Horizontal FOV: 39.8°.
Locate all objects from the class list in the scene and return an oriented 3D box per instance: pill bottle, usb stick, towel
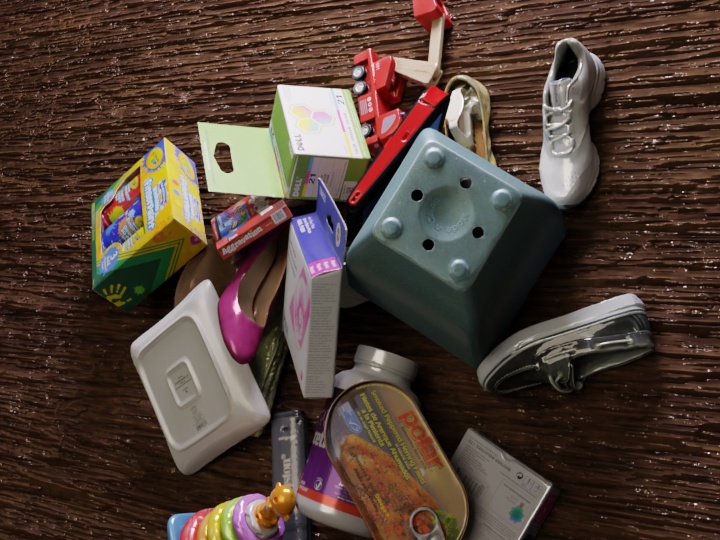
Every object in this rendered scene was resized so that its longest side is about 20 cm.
[{"bbox_3d":[0.003,0.194,1.146,0.111,0.112,0.204,11,78,36],"label":"pill bottle"},{"bbox_3d":[-0.085,0.275,1.225,0.055,0.032,0.204,-16,64,29],"label":"usb stick"},{"bbox_3d":[-0.158,0.116,1.330,0.146,0.036,0.204,7,76,36],"label":"towel"}]

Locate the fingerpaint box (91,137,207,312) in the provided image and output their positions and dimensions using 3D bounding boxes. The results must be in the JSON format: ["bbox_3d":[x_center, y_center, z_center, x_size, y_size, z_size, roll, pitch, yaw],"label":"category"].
[{"bbox_3d":[-0.313,-0.070,1.451,0.166,0.073,0.202,-37,40,17],"label":"fingerpaint box"}]

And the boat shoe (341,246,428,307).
[{"bbox_3d":[0.000,0.000,1.262,0.197,0.067,0.073,-8,112,41],"label":"boat shoe"}]

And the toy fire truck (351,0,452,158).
[{"bbox_3d":[0.059,-0.260,1.318,0.139,0.049,0.204,-19,63,27],"label":"toy fire truck"}]

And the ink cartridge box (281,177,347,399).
[{"bbox_3d":[-0.058,0.015,1.169,0.197,0.042,0.204,-118,30,-67],"label":"ink cartridge box"}]

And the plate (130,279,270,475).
[{"bbox_3d":[-0.222,0.146,1.300,0.199,0.032,0.203,-35,75,36],"label":"plate"}]

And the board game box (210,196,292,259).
[{"bbox_3d":[-0.147,-0.069,1.314,0.102,0.020,0.200,-32,17,-3],"label":"board game box"}]

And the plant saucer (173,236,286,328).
[{"bbox_3d":[-0.177,0.018,1.345,0.197,0.029,0.203,-18,50,23],"label":"plant saucer"}]

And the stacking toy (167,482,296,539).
[{"bbox_3d":[-0.133,0.303,1.166,0.200,0.108,0.118,-44,51,35],"label":"stacking toy"}]

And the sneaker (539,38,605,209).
[{"bbox_3d":[0.233,-0.171,1.145,0.073,0.087,0.204,-3,72,30],"label":"sneaker"}]

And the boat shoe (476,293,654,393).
[{"bbox_3d":[0.218,0.094,1.064,0.198,0.072,0.072,-28,55,20],"label":"boat shoe"}]

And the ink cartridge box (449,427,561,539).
[{"bbox_3d":[0.118,0.289,1.079,0.119,0.042,0.202,30,88,37],"label":"ink cartridge box"}]

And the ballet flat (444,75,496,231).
[{"bbox_3d":[0.129,-0.148,1.219,0.070,0.070,0.204,-12,66,29],"label":"ballet flat"}]

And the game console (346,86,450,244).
[{"bbox_3d":[0.042,-0.120,1.184,0.031,0.200,0.178,34,81,6],"label":"game console"}]

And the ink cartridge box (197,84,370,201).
[{"bbox_3d":[-0.101,-0.167,1.283,0.149,0.196,0.077,-107,26,-42],"label":"ink cartridge box"}]

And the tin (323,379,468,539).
[{"bbox_3d":[0.039,0.214,1.066,0.111,0.042,0.202,-30,80,1],"label":"tin"}]

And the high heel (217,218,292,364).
[{"bbox_3d":[-0.123,0.019,1.236,0.095,0.067,0.203,-30,44,27],"label":"high heel"}]

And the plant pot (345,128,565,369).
[{"bbox_3d":[0.098,-0.035,1.067,0.194,0.200,0.198,32,85,12],"label":"plant pot"}]
